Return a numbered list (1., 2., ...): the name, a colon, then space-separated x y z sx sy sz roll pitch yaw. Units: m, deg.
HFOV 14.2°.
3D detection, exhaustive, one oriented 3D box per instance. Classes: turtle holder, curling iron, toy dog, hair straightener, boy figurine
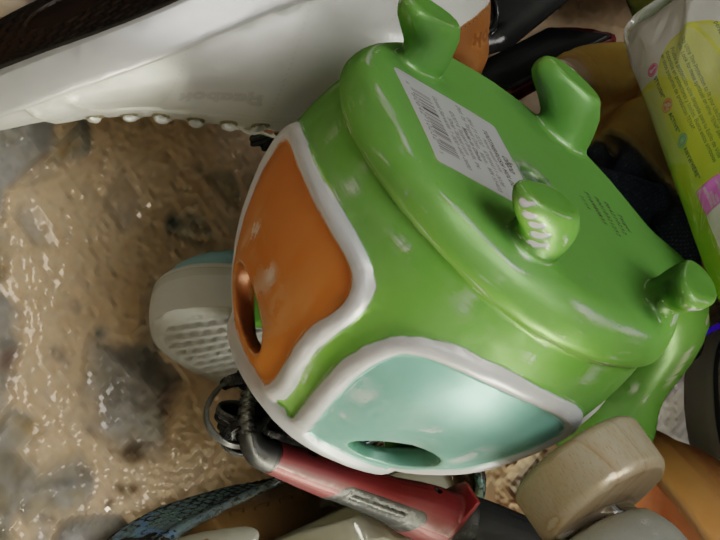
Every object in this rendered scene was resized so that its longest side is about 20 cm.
1. turtle holder: 0.036 0.001 0.993 0.141 0.132 0.185 52 21 18
2. curling iron: 0.028 0.079 1.049 0.200 0.026 0.050 26 52 -30
3. toy dog: 0.076 0.134 1.005 0.096 0.132 0.200 -27 141 -8
4. hair straightener: 0.028 -0.093 1.126 0.200 0.041 0.077 -28 121 -40
5. boy figurine: 0.107 -0.039 1.138 0.124 0.064 0.200 52 27 -20

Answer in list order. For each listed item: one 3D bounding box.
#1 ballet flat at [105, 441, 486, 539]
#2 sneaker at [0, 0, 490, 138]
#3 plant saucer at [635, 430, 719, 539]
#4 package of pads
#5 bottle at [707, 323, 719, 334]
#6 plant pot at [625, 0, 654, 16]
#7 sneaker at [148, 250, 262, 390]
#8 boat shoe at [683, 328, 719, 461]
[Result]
1. ballet flat: -0.032 0.105 1.055 0.200 0.074 0.074 -29 103 -38
2. sneaker: -0.048 -0.068 1.016 0.200 0.073 0.085 -16 114 0
3. plant saucer: 0.139 0.145 1.105 0.037 0.200 0.200 -24 101 -15
4. package of pads: 0.171 -0.004 1.047 0.155 0.068 0.200 48 18 -41
5. bottle: 0.184 -0.064 1.237 0.065 0.083 0.200 50 57 -46
6. plant pot: 0.190 -0.178 1.176 0.187 0.200 0.187 -19 90 -82
7. sneaker: 0.000 0.000 1.102 0.200 0.074 0.082 6 62 -40
8. boat shoe: 0.188 0.105 1.096 0.072 0.066 0.200 -8 71 -35
